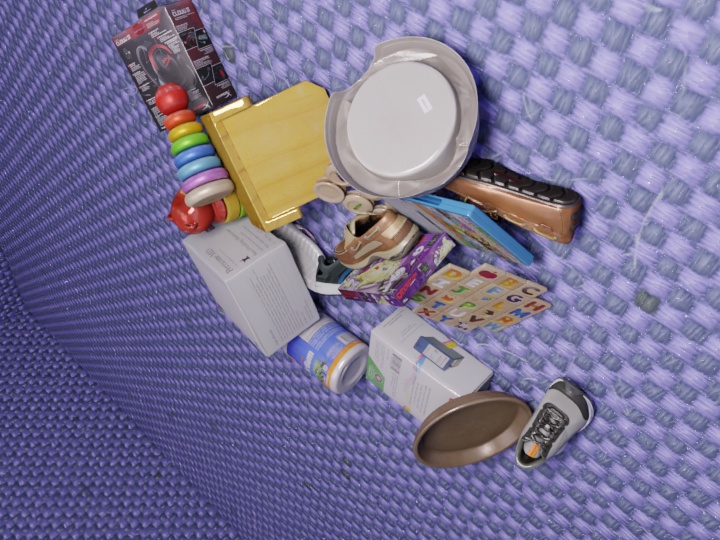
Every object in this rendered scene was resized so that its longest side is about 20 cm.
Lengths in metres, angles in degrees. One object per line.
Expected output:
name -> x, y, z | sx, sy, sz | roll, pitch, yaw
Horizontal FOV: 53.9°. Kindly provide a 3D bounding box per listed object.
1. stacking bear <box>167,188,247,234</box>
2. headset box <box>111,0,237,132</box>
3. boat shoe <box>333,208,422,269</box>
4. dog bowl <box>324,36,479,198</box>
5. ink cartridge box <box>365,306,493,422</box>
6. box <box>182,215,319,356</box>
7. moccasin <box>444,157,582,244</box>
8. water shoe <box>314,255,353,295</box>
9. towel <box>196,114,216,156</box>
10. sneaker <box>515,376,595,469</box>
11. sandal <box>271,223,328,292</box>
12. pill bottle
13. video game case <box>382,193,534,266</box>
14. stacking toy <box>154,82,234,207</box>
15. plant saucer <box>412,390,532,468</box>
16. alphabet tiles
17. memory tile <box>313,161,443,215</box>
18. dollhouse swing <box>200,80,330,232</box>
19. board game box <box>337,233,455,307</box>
stacking bear -> -0.249, -0.136, 1.263 | 0.121, 0.200, 0.114 | 29, 140, 32
headset box -> -0.329, -0.364, 1.233 | 0.148, 0.075, 0.201 | -13, 111, 35
boat shoe -> 0.014, -0.056, 1.075 | 0.074, 0.076, 0.200 | 45, 153, -18
dog bowl -> 0.056, -0.181, 0.875 | 0.198, 0.059, 0.202 | -3, 82, 23
ink cartridge box -> 0.112, 0.179, 1.207 | 0.200, 0.087, 0.146 | 37, 144, 26
box -> -0.205, 0.017, 1.332 | 0.199, 0.130, 0.201 | 35, 154, 46
moccasin -> 0.180, -0.089, 0.896 | 0.200, 0.074, 0.078 | 22, 128, 25
water shoe -> 0.000, 0.000, 1.192 | 0.199, 0.071, 0.080 | -5, 87, 35
towel -> -0.342, -0.300, 1.369 | 0.111, 0.048, 0.201 | 7, 125, 48
sneaker -> 0.284, 0.235, 1.051 | 0.074, 0.079, 0.201 | 38, 143, 24
sandal -> -0.111, -0.046, 1.319 | 0.203, 0.050, 0.083 | 48, 131, 18
pill bottle -> -0.085, 0.143, 1.398 | 0.199, 0.112, 0.113 | 33, 142, 28
video game case -> 0.117, -0.065, 0.941 | 0.143, 0.018, 0.199 | 33, 175, -39
stacking toy -> -0.282, -0.209, 1.160 | 0.085, 0.085, 0.201 | -23, 90, 56
plant saucer -> 0.176, 0.252, 1.129 | 0.201, 0.198, 0.030 | 94, 164, -45
alphabet tiles -> 0.162, 0.043, 1.003 | 0.165, 0.006, 0.200 | 21, 152, -17
memory tile -> 0.027, -0.127, 1.025 | 0.152, 0.017, 0.200 | 26, 152, -16
dollhouse swing -> -0.129, -0.194, 1.144 | 0.201, 0.175, 0.182 | 65, 167, -17
board game box -> 0.047, -0.003, 1.052 | 0.032, 0.120, 0.200 | 50, 162, -17
